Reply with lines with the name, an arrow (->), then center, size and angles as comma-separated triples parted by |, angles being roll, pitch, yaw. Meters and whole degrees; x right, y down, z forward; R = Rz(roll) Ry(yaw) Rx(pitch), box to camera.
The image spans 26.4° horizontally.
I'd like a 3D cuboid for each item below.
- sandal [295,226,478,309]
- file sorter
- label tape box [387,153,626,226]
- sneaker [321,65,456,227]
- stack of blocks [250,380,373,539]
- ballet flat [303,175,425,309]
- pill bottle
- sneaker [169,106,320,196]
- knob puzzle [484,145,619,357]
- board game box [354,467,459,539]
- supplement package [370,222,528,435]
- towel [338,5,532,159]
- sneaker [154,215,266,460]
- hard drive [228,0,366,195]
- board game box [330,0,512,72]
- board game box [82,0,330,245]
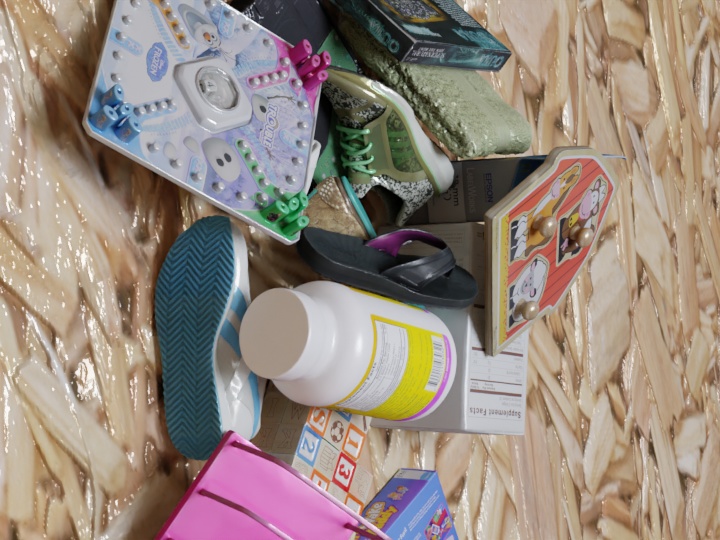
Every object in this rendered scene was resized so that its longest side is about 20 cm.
sandal -> 0.036, -0.009, 1.331 | 0.200, 0.075, 0.048 | 12, 119, -41
file sorter -> -0.086, 0.251, 1.187 | 0.139, 0.125, 0.200 | 39, 77, -20
label tape box -> 0.144, -0.081, 1.524 | 0.143, 0.200, 0.066 | -9, 98, -53
sneaker -> 0.011, -0.109, 1.402 | 0.200, 0.077, 0.089 | 45, 72, -37
stack of blocks -> -0.044, 0.173, 1.380 | 0.115, 0.059, 0.200 | 42, 56, -45
ballet flat -> 0.000, 0.000, 1.409 | 0.200, 0.065, 0.071 | 58, 8, -28
pill bottle -> -0.011, 0.067, 1.290 | 0.200, 0.104, 0.104 | 18, 75, -52
sneaker -> -0.102, -0.100, 1.278 | 0.089, 0.075, 0.200 | -58, 153, 11
knob puzzle -> 0.190, -0.031, 1.445 | 0.220, 0.030, 0.220 | -34, 139, -36
board game box -> 0.027, 0.304, 1.484 | 0.200, 0.045, 0.135 | -42, 122, -45
supplement package -> 0.090, 0.060, 1.516 | 0.117, 0.117, 0.200 | 11, 81, -53
towel -> 0.072, -0.184, 1.471 | 0.200, 0.036, 0.148 | 50, 28, 16
sneaker -> -0.119, 0.053, 1.279 | 0.081, 0.076, 0.200 | -9, 104, -60
hard drive -> -0.057, -0.169, 1.390 | 0.200, 0.038, 0.140 | 55, 48, -36
board game box -> 0.049, -0.242, 1.456 | 0.028, 0.135, 0.200 | -53, 158, 23
board game box -> -0.113, -0.145, 1.229 | 0.200, 0.026, 0.200 | 29, 48, -28
